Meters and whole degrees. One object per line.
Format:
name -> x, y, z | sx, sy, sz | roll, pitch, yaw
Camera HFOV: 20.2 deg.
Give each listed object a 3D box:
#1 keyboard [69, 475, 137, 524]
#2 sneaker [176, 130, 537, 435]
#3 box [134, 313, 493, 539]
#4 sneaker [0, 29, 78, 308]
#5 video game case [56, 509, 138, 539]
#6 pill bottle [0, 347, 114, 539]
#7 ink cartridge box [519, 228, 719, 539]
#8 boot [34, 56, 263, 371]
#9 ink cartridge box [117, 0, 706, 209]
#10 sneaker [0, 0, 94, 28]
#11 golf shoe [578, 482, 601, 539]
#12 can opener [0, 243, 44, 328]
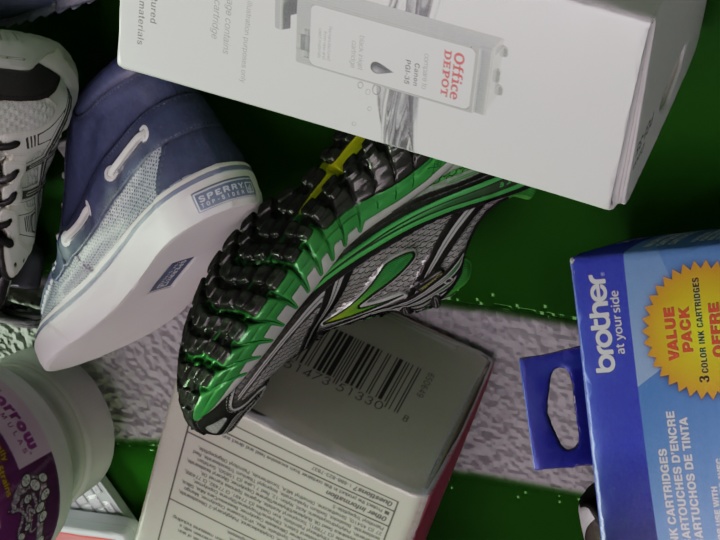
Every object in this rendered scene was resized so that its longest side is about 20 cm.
keyboard -> -0.134, 0.162, 1.124 | 0.056, 0.011, 0.201 | -18, 114, 33
sneaker -> 0.000, 0.000, 0.858 | 0.200, 0.078, 0.085 | -44, 113, 5
box -> -0.031, 0.117, 0.981 | 0.127, 0.109, 0.201 | 24, 130, 7
sneaker -> -0.166, -0.038, 0.901 | 0.075, 0.089, 0.200 | 3, 160, -8
video game case -> -0.161, 0.218, 1.164 | 0.142, 0.017, 0.202 | 3, 124, 29
pill bottle -> -0.211, 0.109, 0.989 | 0.111, 0.200, 0.113 | 12, 114, 28
ink cartridge box -> 0.167, 0.050, 0.834 | 0.198, 0.076, 0.138 | -7, 92, 30
boot -> -0.114, -0.028, 0.955 | 0.200, 0.072, 0.091 | -41, 71, 49
ink cartridge box -> 0.027, -0.117, 0.764 | 0.198, 0.147, 0.083 | 17, 127, 12
sneaker -> -0.177, -0.153, 0.883 | 0.198, 0.070, 0.083 | -3, 123, 24
golf shoe -> 0.185, 0.117, 0.904 | 0.199, 0.078, 0.095 | -20, 113, 33
can opener -> -0.250, -0.007, 1.041 | 0.198, 0.053, 0.067 | 12, 93, 15
